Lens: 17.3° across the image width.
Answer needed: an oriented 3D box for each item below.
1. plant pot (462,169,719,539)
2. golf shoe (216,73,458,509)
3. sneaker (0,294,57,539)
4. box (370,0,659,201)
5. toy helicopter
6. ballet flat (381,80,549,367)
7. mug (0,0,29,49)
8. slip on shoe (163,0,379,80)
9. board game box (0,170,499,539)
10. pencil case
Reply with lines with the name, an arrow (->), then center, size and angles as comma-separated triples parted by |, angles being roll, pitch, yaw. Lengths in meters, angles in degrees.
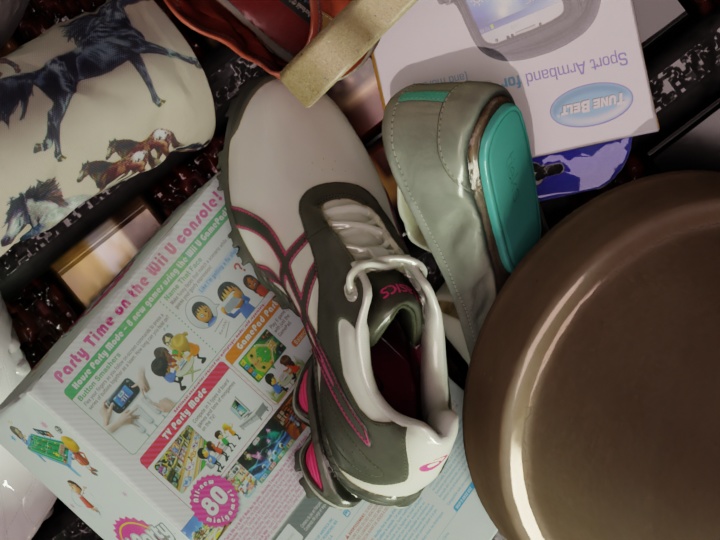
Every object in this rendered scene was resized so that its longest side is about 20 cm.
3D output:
plant pot -> 0.165, 0.079, 0.981 | 0.200, 0.175, 0.201 | -9, 114, -20
golf shoe -> 0.000, 0.000, 1.007 | 0.077, 0.088, 0.200 | -10, 75, -28
sneaker -> -0.175, 0.066, 1.090 | 0.080, 0.076, 0.200 | 2, 107, -9
box -> 0.059, -0.125, 1.045 | 0.119, 0.041, 0.200 | -12, 99, 6
toy helicopter -> 0.044, -0.140, 0.947 | 0.079, 0.132, 0.200 | 45, 93, -7
ballet flat -> 0.056, -0.002, 1.048 | 0.064, 0.067, 0.200 | 8, 134, 31
mug -> -0.246, -0.121, 0.992 | 0.200, 0.175, 0.148 | -23, 100, 8
slip on shoe -> -0.079, -0.151, 1.021 | 0.200, 0.061, 0.074 | 40, 116, 8
board game box -> -0.041, 0.078, 1.043 | 0.200, 0.064, 0.148 | 44, 58, -7
pencil case -> -0.150, -0.045, 1.005 | 0.200, 0.090, 0.078 | -35, 63, -29
